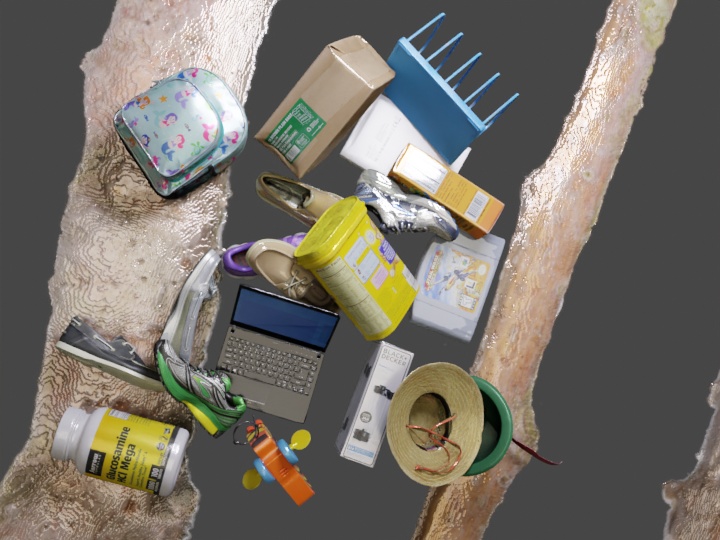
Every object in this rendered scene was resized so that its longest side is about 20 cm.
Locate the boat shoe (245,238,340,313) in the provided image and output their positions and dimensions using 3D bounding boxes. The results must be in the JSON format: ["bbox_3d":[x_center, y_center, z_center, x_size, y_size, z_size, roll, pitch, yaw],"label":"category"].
[{"bbox_3d":[-0.105,0.015,1.319,0.072,0.065,0.200,-46,131,7],"label":"boat shoe"}]

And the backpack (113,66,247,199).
[{"bbox_3d":[-0.290,-0.237,1.323,0.199,0.151,0.178,-33,90,-12],"label":"backpack"}]

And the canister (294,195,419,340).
[{"bbox_3d":[0.000,0.000,1.328,0.200,0.086,0.149,52,52,-22],"label":"canister"}]

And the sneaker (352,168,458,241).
[{"bbox_3d":[0.072,-0.090,1.372,0.199,0.077,0.085,28,76,7],"label":"sneaker"}]

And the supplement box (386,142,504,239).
[{"bbox_3d":[0.145,-0.136,1.376,0.200,0.067,0.069,34,78,-3],"label":"supplement box"}]

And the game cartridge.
[{"bbox_3d":[0.165,0.015,1.417,0.133,0.042,0.201,21,85,-10],"label":"game cartridge"}]

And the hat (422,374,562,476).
[{"bbox_3d":[0.217,0.298,1.420,0.165,0.176,0.200,-39,59,8],"label":"hat"}]

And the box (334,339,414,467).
[{"bbox_3d":[0.021,0.220,1.350,0.060,0.117,0.201,20,84,-5],"label":"box"}]

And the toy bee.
[{"bbox_3d":[-0.148,0.299,1.345,0.130,0.109,0.201,-18,114,-15],"label":"toy bee"}]

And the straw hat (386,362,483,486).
[{"bbox_3d":[0.106,0.249,1.321,0.200,0.085,0.202,0,91,-26],"label":"straw hat"}]

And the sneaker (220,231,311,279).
[{"bbox_3d":[-0.138,-0.020,1.358,0.199,0.083,0.081,-10,89,-8],"label":"sneaker"}]

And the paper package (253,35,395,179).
[{"bbox_3d":[-0.054,-0.271,1.298,0.103,0.191,0.200,43,114,-4],"label":"paper package"}]

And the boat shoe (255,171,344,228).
[{"bbox_3d":[-0.087,-0.114,1.370,0.199,0.076,0.072,19,82,-8],"label":"boat shoe"}]

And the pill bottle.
[{"bbox_3d":[-0.391,0.290,1.298,0.199,0.112,0.113,16,86,-6],"label":"pill bottle"}]

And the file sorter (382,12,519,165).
[{"bbox_3d":[0.150,-0.315,1.367,0.123,0.139,0.200,-42,88,-23],"label":"file sorter"}]

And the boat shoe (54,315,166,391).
[{"bbox_3d":[-0.402,0.143,1.326,0.199,0.072,0.068,27,63,-9],"label":"boat shoe"}]

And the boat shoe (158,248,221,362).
[{"bbox_3d":[-0.281,0.061,1.345,0.064,0.074,0.203,25,89,-11],"label":"boat shoe"}]

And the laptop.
[{"bbox_3d":[-0.147,0.144,1.339,0.176,0.103,0.201,18,85,-5],"label":"laptop"}]

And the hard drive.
[{"bbox_3d":[0.080,-0.211,1.421,0.199,0.026,0.132,30,84,-5],"label":"hard drive"}]

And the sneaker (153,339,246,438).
[{"bbox_3d":[-0.268,0.182,1.318,0.085,0.078,0.200,-37,116,1],"label":"sneaker"}]
